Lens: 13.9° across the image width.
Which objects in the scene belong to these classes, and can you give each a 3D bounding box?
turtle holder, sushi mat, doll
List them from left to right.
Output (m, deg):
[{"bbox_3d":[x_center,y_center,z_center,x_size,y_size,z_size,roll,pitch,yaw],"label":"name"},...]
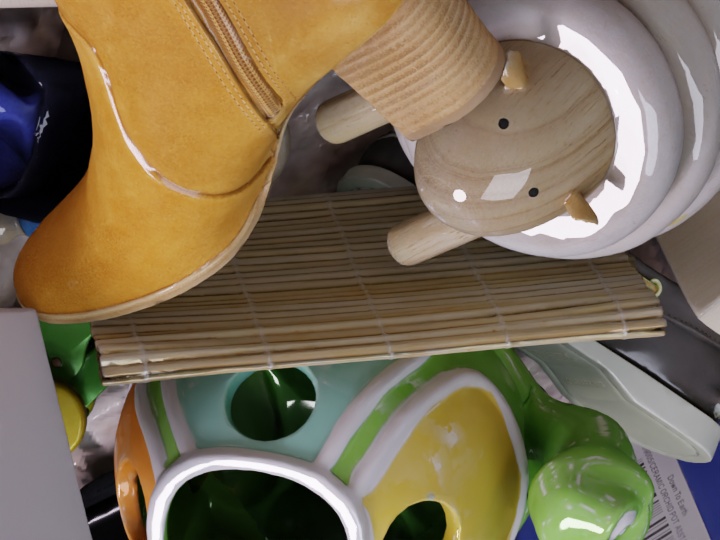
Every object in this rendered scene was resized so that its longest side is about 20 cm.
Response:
[{"bbox_3d":[-0.111,-0.050,0.999,0.199,0.049,0.136,6,149,-31],"label":"doll"},{"bbox_3d":[0.000,0.078,1.037,0.185,0.132,0.141,29,115,5],"label":"turtle holder"},{"bbox_3d":[0.000,0.000,1.007,0.199,0.096,0.012,-5,124,-16],"label":"sushi mat"}]

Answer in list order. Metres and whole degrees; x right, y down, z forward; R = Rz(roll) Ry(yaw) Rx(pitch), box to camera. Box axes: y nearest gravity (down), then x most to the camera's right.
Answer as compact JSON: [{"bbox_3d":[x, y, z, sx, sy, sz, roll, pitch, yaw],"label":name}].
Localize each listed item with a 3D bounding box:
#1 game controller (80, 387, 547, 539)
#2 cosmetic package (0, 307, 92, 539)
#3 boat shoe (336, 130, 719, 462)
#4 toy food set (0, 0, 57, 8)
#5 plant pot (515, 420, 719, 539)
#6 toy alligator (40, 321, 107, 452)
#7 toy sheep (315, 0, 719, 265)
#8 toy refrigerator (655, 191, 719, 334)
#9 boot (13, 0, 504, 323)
[{"bbox_3d":[-0.021,0.082,1.165,0.199,0.042,0.104,-26,137,19],"label":"game controller"},{"bbox_3d":[-0.191,0.087,0.963,0.199,0.102,0.071,-18,172,27],"label":"cosmetic package"},{"bbox_3d":[0.073,0.000,1.125,0.201,0.072,0.061,38,73,-32],"label":"boat shoe"},{"bbox_3d":[-0.056,-0.164,0.914,0.143,0.061,0.201,-2,134,-5],"label":"toy food set"},{"bbox_3d":[0.156,0.154,1.224,0.200,0.200,0.180,-34,130,13],"label":"plant pot"},{"bbox_3d":[-0.119,0.037,1.090,0.054,0.059,0.200,36,97,-7],"label":"toy alligator"},{"bbox_3d":[0.071,-0.068,0.991,0.137,0.200,0.139,12,123,19],"label":"toy sheep"},{"bbox_3d":[0.207,-0.056,1.113,0.200,0.076,0.070,-41,135,18],"label":"toy refrigerator"},{"bbox_3d":[-0.070,-0.070,0.905,0.201,0.071,0.144,-27,129,28],"label":"boot"}]
